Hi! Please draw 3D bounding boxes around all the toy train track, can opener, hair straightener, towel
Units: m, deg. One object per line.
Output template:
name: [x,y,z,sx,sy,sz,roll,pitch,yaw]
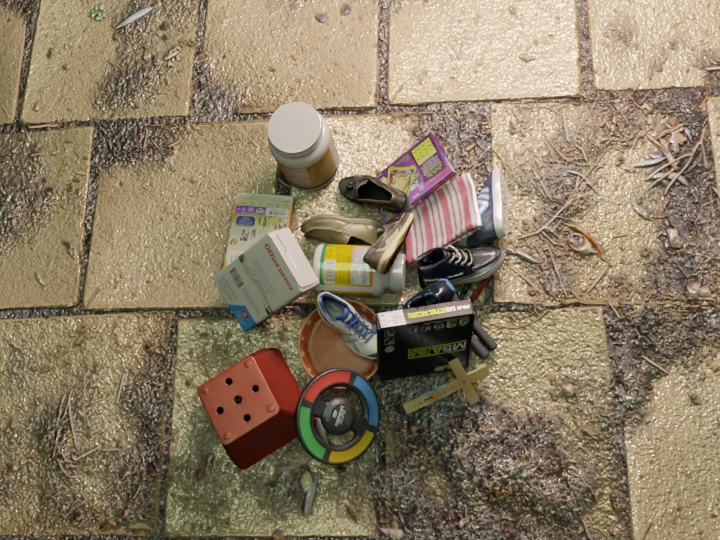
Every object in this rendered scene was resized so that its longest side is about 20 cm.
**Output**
toy train track: [0.183,0.251,1.510,0.198,0.033,0.115,-27,107,6]
can opener: [0.217,0.106,1.506,0.053,0.066,0.200,-41,96,-5]
hair straightener: [0.216,0.058,1.566,0.077,0.041,0.201,35,86,16]
towel: [0.174,-0.115,1.558,0.199,0.030,0.148,-29,53,31]

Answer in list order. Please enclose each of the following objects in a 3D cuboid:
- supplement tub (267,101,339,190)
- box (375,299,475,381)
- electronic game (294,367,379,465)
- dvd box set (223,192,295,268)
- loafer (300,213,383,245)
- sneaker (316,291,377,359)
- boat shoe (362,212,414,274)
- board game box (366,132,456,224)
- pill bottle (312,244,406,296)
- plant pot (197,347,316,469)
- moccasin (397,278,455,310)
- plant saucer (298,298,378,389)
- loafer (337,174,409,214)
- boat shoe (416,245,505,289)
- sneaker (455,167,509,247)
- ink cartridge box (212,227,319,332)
supplement tub: [-0.132,-0.285,1.620,0.143,0.200,0.146,-2,73,7]
box: [0.131,0.148,1.453,0.197,0.194,0.048,-8,46,-5]
electronic game: [-0.046,0.307,1.477,0.198,0.041,0.203,2,86,-28]
dvd box set: [-0.239,-0.084,1.666,0.144,0.029,0.202,4,74,9]
loafer: [-0.043,-0.084,1.616,0.197,0.076,0.068,0,68,8]
sneaker: [-0.020,0.121,1.517,0.199,0.088,0.076,34,79,14]
boat shoe: [0.063,-0.072,1.512,0.064,0.074,0.200,25,39,6]
board game box: [0.113,-0.209,1.607,0.199,0.032,0.121,-36,57,22]
pill bottle: [0.000,0.000,1.567,0.197,0.113,0.114,2,74,9]
plant pot: [-0.237,0.283,1.487,0.199,0.176,0.201,-31,72,-1]
moccasin: [0.120,0.084,1.489,0.081,0.201,0.068,46,45,12]
plant saucer: [-0.040,0.165,1.569,0.198,0.032,0.203,-2,73,7]
loafer: [0.021,-0.185,1.610,0.199,0.063,0.073,21,91,35]
boat shoe: [0.215,-0.019,1.519,0.198,0.093,0.075,-23,53,5]
sneaker: [0.258,-0.140,1.590,0.145,0.081,0.202,-12,50,25]
ink cartridge box: [-0.208,0.021,1.543,0.199,0.084,0.147,-33,86,30]
